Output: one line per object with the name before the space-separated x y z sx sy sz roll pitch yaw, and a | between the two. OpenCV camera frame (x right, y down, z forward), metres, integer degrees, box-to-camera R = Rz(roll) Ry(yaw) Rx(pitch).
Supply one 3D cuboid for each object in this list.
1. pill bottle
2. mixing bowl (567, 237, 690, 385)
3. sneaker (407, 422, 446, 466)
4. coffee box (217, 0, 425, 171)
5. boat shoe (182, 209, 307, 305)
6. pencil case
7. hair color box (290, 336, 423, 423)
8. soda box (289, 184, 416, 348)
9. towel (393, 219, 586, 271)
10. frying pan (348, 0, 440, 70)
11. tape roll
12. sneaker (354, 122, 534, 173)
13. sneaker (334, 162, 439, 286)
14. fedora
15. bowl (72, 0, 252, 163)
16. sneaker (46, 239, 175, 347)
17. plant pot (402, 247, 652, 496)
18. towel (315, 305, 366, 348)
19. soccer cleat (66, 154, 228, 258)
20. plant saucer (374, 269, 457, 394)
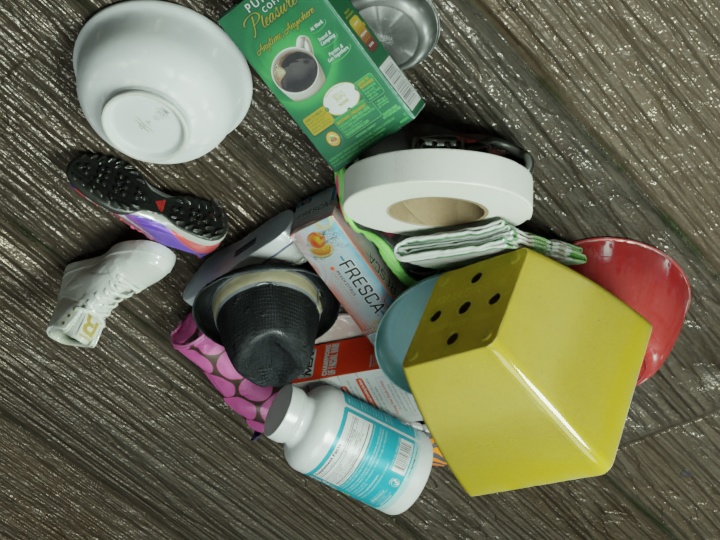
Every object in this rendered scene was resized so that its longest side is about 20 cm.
pill bottle | -0.017 0.212 1.739 0.198 0.112 0.111 29 135 -19
mixing bowl | 0.287 0.070 1.667 0.197 0.109 0.202 6 137 6
sneaker | 0.042 0.257 1.892 0.198 0.113 0.077 22 147 -32
coffee box | -0.039 -0.212 1.438 0.122 0.044 0.201 -31 104 36
boat shoe | -0.131 0.002 1.705 0.199 0.074 0.065 -28 121 36
pencil case | -0.165 0.127 1.840 0.093 0.091 0.201 0 138 41
hair color box | 0.025 0.138 1.781 0.197 0.064 0.111 -11 134 18
soda box | 0.000 0.000 1.660 0.063 0.069 0.201 -23 121 24
towel | 0.146 -0.022 1.578 0.148 0.031 0.199 -7 171 33
frying pan | 0.001 -0.227 1.471 0.114 0.031 0.190 33 130 -21
tape roll | 0.081 -0.077 1.473 0.200 0.038 0.203 2 165 1
sneaker | 0.093 -0.124 1.505 0.197 0.078 0.082 3 172 -8
sneaker | 0.037 -0.066 1.610 0.083 0.077 0.200 -29 131 19
fedora | -0.109 0.077 1.685 0.197 0.093 0.201 -4 148 -3
bowl | -0.220 -0.180 1.517 0.198 0.091 0.203 6 138 5
sneaker | -0.304 0.037 1.721 0.199 0.117 0.073 -19 137 43
plant pot | 0.161 0.095 1.507 0.199 0.201 0.176 -19 126 44
towel | 0.005 0.110 1.824 0.197 0.032 0.192 -5 134 15
soccer cleat | -0.255 -0.070 1.662 0.198 0.069 0.073 23 144 -14
plant saucer | 0.112 0.071 1.649 0.197 0.028 0.202 -4 129 -5
